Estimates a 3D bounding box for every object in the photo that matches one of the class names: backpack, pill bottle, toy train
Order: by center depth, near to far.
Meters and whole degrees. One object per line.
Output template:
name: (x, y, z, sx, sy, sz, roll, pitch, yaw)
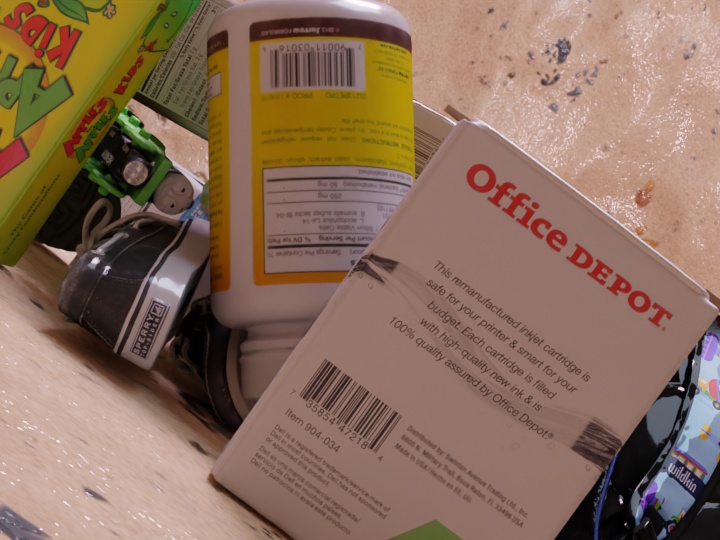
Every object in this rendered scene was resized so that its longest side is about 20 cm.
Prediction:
pill bottle: (-0.025, -0.034, 0.959, 0.108, 0.202, 0.109, -1, -6, 0)
backpack: (0.180, 0.130, 1.045, 0.182, 0.201, 0.134, 32, -39, -19)
toy train: (-0.136, -0.071, 1.049, 0.056, 0.042, 0.200, 36, 3, -25)

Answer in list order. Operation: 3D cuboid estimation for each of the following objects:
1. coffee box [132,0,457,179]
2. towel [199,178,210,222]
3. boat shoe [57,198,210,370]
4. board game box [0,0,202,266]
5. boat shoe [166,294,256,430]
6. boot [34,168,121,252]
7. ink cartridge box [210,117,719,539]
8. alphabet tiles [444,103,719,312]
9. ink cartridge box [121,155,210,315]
coffee box: (-0.035, -0.091, 1.093, 0.199, 0.080, 0.113, 29, 3, 11)
towel: (0.000, 0.000, 1.110, 0.170, 0.048, 0.200, 28, 2, 9)
boat shoe: (-0.122, 0.004, 0.978, 0.068, 0.074, 0.199, 25, 13, -3)
board game box: (-0.169, -0.114, 0.966, 0.101, 0.201, 0.048, 36, 2, 13)
boat shoe: (-0.077, 0.052, 1.065, 0.200, 0.062, 0.073, -86, 157, -75)
boot: (-0.238, -0.082, 1.215, 0.181, 0.073, 0.200, 38, -6, -10)
ink cartridge box: (0.047, 0.052, 0.862, 0.145, 0.201, 0.084, 37, 2, -1)
alphabet tiles: (0.132, -0.032, 1.055, 0.166, 0.006, 0.200, 33, 5, -31)
ink cartridge box: (-0.097, 0.001, 1.306, 0.145, 0.084, 0.200, 36, 1, -26)
